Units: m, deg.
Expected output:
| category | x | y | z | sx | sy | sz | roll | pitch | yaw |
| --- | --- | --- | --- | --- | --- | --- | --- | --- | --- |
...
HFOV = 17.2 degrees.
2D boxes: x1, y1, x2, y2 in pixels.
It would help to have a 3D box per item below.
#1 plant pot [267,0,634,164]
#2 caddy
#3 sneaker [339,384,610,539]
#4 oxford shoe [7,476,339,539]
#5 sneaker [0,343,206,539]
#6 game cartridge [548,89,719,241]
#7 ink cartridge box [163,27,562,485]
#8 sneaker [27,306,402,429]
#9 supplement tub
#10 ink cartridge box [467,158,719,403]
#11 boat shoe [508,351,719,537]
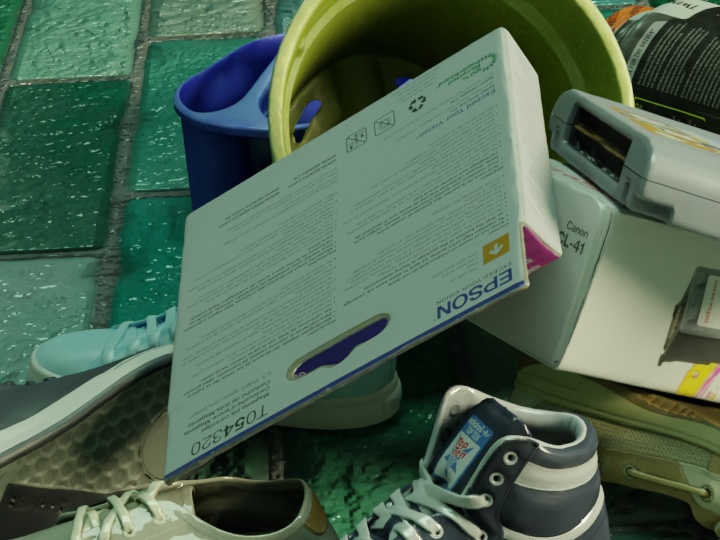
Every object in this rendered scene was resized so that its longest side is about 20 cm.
| category | x | y | z | sx | sy | sz | roll | pitch | yaw |
| --- | --- | --- | --- | --- | --- | --- | --- | --- | --- |
| plant pot | 0.030 | -0.072 | 1.326 | 0.198 | 0.202 | 0.184 | -8 | -2 | -13 |
| caddy | -0.033 | -0.102 | 1.511 | 0.140 | 0.106 | 0.200 | 8 | 25 | 24 |
| sneaker | 0.018 | 0.116 | 0.998 | 0.198 | 0.109 | 0.070 | -13 | 25 | -23 |
| oxford shoe | -0.105 | 0.124 | 1.060 | 0.198 | 0.058 | 0.075 | -5 | 26 | -2 |
| sneaker | -0.167 | 0.066 | 1.174 | 0.201 | 0.078 | 0.146 | -21 | 32 | -35 |
| game cartridge | 0.171 | -0.042 | 1.131 | 0.132 | 0.042 | 0.200 | 13 | 10 | -10 |
| ink cartridge box | 0.000 | 0.000 | 1.098 | 0.195 | 0.043 | 0.201 | -29 | 34 | 21 |
| sneaker | -0.077 | 0.032 | 1.237 | 0.198 | 0.083 | 0.074 | 0 | 22 | 5 |
| supplement tub | 0.232 | -0.095 | 1.451 | 0.122 | 0.124 | 0.199 | -20 | 29 | -35 |
| ink cartridge box | 0.144 | 0.006 | 1.177 | 0.199 | 0.086 | 0.147 | 11 | 10 | -33 |
| boat shoe | 0.153 | 0.095 | 1.114 | 0.200 | 0.064 | 0.073 | 21 | 7 | 31 |
